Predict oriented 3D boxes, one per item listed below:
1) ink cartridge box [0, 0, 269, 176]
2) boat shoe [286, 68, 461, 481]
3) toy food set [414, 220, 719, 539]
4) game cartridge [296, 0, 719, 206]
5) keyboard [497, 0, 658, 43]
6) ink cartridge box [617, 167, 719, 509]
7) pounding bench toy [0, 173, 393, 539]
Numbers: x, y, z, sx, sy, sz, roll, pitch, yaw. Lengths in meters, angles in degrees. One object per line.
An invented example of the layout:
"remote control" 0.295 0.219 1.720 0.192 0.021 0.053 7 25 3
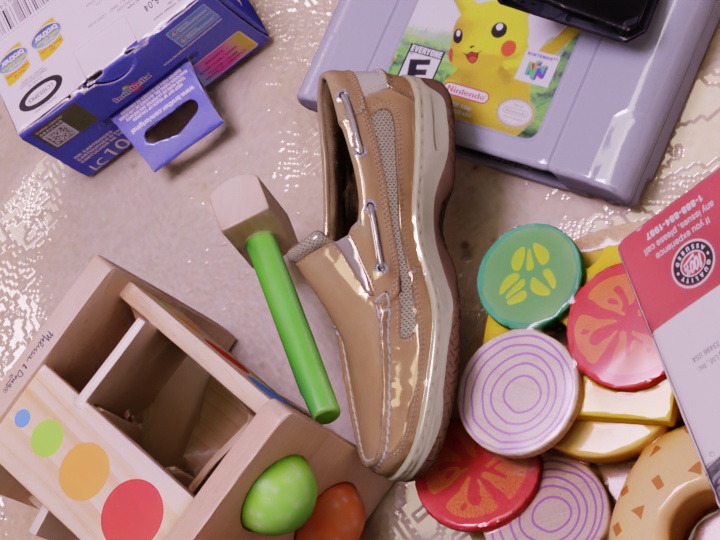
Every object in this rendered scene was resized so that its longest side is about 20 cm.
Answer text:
"ink cartridge box" -0.143 -0.150 1.139 0.136 0.076 0.200 -35 61 13
"boat shoe" 0.000 0.000 0.978 0.072 0.076 0.201 -37 49 56
"toy food set" 0.122 0.069 0.944 0.197 0.049 0.201 2 73 27
"game cartridge" 0.074 -0.119 1.046 0.200 0.040 0.134 18 77 30
"keyboard" 0.119 -0.201 1.032 0.104 0.040 0.200 22 64 4
"ink cartridge box" 0.208 0.042 0.818 0.147 0.083 0.200 -38 59 38
"pounding bench toy" -0.061 0.070 0.991 0.156 0.124 0.200 36 90 32
